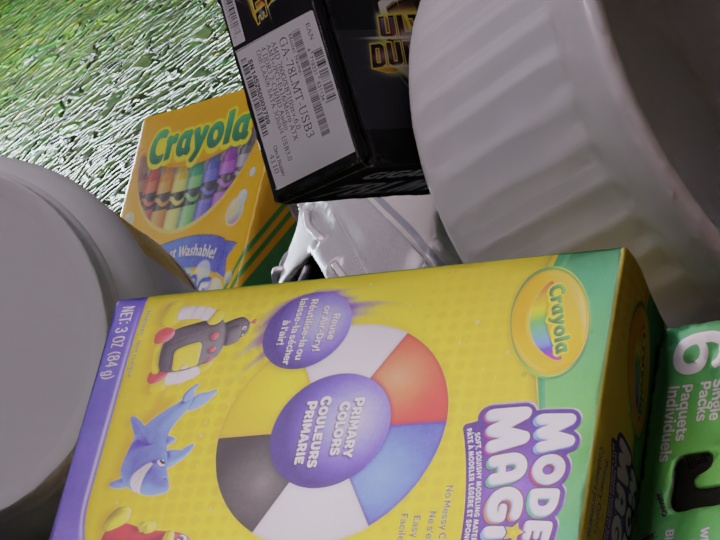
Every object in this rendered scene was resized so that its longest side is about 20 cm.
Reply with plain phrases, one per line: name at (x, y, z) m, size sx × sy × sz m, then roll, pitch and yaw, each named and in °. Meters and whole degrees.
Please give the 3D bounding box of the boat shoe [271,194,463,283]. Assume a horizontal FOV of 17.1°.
boat shoe at (0.000, 0.000, 0.924) m, size 0.068 × 0.072 × 0.200 m, roll -37°, pitch 27°, yaw -6°

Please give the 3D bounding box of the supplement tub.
supplement tub at (-0.134, 0.036, 0.891) m, size 0.145 × 0.146 × 0.200 m, roll -36°, pitch -9°, yaw 0°

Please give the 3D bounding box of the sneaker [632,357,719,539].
sneaker at (0.065, 0.070, 0.762) m, size 0.129 × 0.080 × 0.199 m, roll -34°, pitch 18°, yaw 2°

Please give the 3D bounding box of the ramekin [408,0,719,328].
ramekin at (0.108, -0.051, 0.798) m, size 0.097 × 0.201 × 0.201 m, roll -29°, pitch 18°, yaw 40°

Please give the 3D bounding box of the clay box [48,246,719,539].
clay box at (0.010, 0.057, 0.696) m, size 0.199 × 0.048 × 0.116 m, roll -7°, pitch 51°, yaw 26°

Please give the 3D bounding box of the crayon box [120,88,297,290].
crayon box at (-0.063, -0.007, 1.075) m, size 0.125 × 0.051 × 0.202 m, roll -10°, pitch 62°, yaw 54°

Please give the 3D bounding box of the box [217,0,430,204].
box at (0.021, -0.128, 0.860) m, size 0.049 × 0.200 × 0.199 m, roll -20°, pitch -9°, yaw 38°
